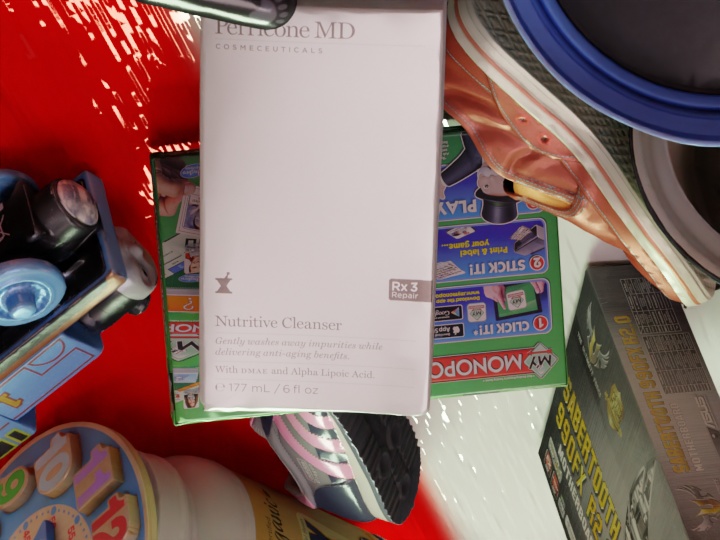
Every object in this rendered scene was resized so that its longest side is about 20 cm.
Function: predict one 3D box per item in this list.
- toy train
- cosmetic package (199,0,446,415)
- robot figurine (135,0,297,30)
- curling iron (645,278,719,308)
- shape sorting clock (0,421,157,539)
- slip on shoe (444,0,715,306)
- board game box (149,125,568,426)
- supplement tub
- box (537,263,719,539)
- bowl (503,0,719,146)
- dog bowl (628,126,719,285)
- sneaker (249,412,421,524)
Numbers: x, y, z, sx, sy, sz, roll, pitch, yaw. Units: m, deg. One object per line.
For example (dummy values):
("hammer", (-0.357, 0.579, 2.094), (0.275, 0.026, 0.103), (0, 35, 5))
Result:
("toy train", (-0.189, 0.028, 1.244), (0.200, 0.087, 0.114), (-38, 141, 22))
("cosmetic package", (-0.017, -0.040, 1.146), (0.113, 0.081, 0.200), (1, 114, 3))
("robot figurine", (-0.038, -0.186, 1.019), (0.200, 0.150, 0.125), (7, 169, -21))
("curling iron", (0.242, -0.015, 1.298), (0.200, 0.050, 0.026), (-8, -178, 14))
("shape sorting clock", (-0.172, 0.175, 1.314), (0.039, 0.200, 0.200), (28, 125, -38))
("slip on shoe", (0.100, -0.054, 1.206), (0.200, 0.074, 0.061), (43, 123, -19))
("board game box", (0.000, 0.000, 1.239), (0.200, 0.029, 0.135), (-5, 100, -8))
("supplement tub", (-0.076, 0.188, 1.393), (0.200, 0.144, 0.144), (28, 124, -36))
("box", (0.155, 0.121, 1.335), (0.048, 0.200, 0.158), (-5, 138, -13))
("bowl", (0.157, -0.155, 1.083), (0.200, 0.039, 0.201), (3, 107, 11))
("dog bowl", (0.232, -0.063, 1.170), (0.200, 0.200, 0.074), (-22, 155, 10))
("sneaker", (-0.033, 0.062, 1.331), (0.082, 0.070, 0.200), (3, 132, 26))
